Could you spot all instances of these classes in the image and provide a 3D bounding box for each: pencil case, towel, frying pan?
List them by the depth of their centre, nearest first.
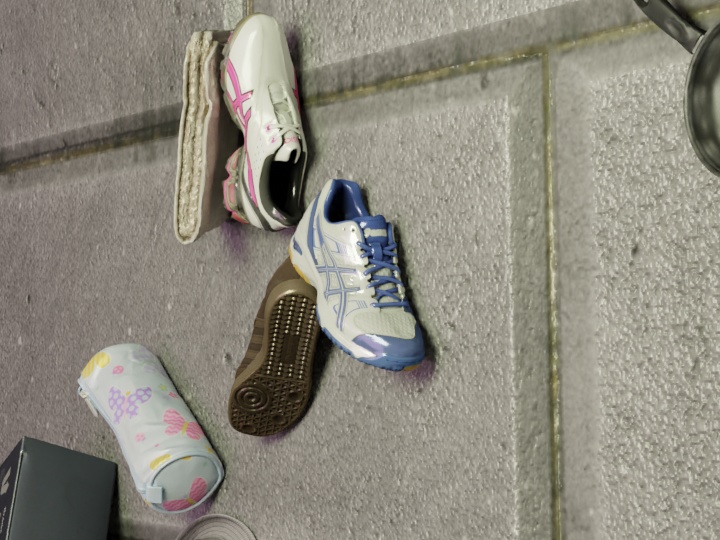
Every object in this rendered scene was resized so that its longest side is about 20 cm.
[{"bbox_3d":[0.237,-0.126,1.180,0.190,0.031,0.115,31,115,55],"label":"frying pan"},{"bbox_3d":[-0.142,-0.132,1.674,0.133,0.034,0.200,-44,-40,-75],"label":"towel"},{"bbox_3d":[-0.216,0.159,1.793,0.200,0.091,0.083,49,128,43],"label":"pencil case"}]

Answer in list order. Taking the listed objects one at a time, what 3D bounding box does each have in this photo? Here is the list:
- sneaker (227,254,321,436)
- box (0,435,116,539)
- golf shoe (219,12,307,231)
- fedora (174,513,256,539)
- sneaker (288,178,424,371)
[{"bbox_3d":[-0.070,0.069,1.617,0.076,0.070,0.200,-83,14,-49],"label":"sneaker"},{"bbox_3d":[-0.368,0.323,1.940,0.200,0.117,0.197,-48,31,45],"label":"box"},{"bbox_3d":[-0.078,-0.136,1.615,0.092,0.073,0.200,16,112,50],"label":"golf shoe"},{"bbox_3d":[-0.176,0.334,1.730,0.200,0.090,0.177,-32,64,51],"label":"fedora"},{"bbox_3d":[0.000,0.000,1.490,0.200,0.075,0.088,54,131,40],"label":"sneaker"}]
